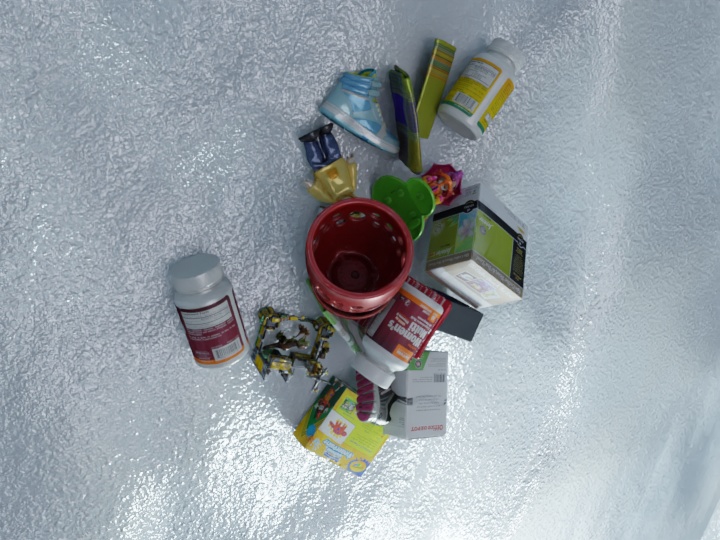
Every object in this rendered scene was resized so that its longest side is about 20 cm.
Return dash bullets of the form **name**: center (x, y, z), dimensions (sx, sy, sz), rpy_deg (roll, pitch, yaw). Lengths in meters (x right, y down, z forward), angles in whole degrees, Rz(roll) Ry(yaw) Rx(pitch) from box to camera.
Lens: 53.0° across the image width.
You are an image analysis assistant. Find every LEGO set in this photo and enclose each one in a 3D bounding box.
- **LEGO set**: center (-0.132, 0.166, 1.508), dimensions (0.199, 0.116, 0.155), rpy_deg (21, 101, -31)

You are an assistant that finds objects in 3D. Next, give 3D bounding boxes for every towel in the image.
- **towel**: center (0.091, -0.302, 1.458), dimensions (0.023, 0.144, 0.202), rpy_deg (-12, 117, -6)
- **towel**: center (0.148, -0.380, 1.518), dimensions (0.086, 0.018, 0.202), rpy_deg (-2, 112, -57)
- **towel**: center (-0.037, 0.111, 1.536), dimensions (0.031, 0.149, 0.200), rpy_deg (-36, 125, 0)
- **towel**: center (0.079, 0.080, 1.530), dimensions (0.199, 0.022, 0.145), rpy_deg (32, 95, -3)

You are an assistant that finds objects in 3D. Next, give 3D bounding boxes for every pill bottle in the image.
- **pill bottle**: center (-0.291, 0.078, 1.386), dimensions (0.113, 0.114, 0.202), rpy_deg (-24, 119, -22)
- **pill bottle**: center (0.263, -0.391, 1.545), dimensions (0.113, 0.113, 0.201), rpy_deg (35, 89, -36)
- **pill bottle**: center (0.072, 0.131, 1.461), dimensions (0.109, 0.109, 0.201), rpy_deg (33, 90, -36)

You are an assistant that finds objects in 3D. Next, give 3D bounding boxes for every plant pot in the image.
- **plant pot**: center (-0.010, -0.014, 1.379), dimensions (0.198, 0.183, 0.202), rpy_deg (2, 71, -7)

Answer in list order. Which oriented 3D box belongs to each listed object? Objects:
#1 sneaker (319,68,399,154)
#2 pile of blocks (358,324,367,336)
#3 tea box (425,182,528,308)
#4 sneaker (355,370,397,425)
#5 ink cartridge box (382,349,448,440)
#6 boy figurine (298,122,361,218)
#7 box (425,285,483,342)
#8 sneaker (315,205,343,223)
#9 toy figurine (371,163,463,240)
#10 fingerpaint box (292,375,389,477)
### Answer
- **sneaker**: center (0.027, -0.324, 1.446), dimensions (0.199, 0.079, 0.131), rpy_deg (25, 96, -37)
- **pile of blocks**: center (0.085, 0.133, 1.675), dimensions (0.199, 0.062, 0.083), rpy_deg (12, 102, -35)
- **tea box**: center (0.265, -0.050, 1.621), dimensions (0.199, 0.133, 0.198), rpy_deg (34, 54, -36)
- **sneaker**: center (0.040, 0.267, 1.644), dimensions (0.073, 0.201, 0.087), rpy_deg (-26, 131, 32)
- **ink cartridge box**: center (0.130, 0.289, 1.701), dimensions (0.145, 0.084, 0.202), rpy_deg (7, 84, -42)
- **boy figurine**: center (-0.057, -0.182, 1.429), dimensions (0.124, 0.064, 0.202), rpy_deg (-25, 100, -21)
- **box**: center (0.161, 0.084, 1.654), dimensions (0.199, 0.141, 0.079), rpy_deg (21, 98, -36)
- **sneaker**: center (-0.021, -0.051, 1.529), dimensions (0.199, 0.071, 0.113), rpy_deg (21, 93, -28)
- **toy figurine**: center (0.151, -0.175, 1.536), dimensions (0.183, 0.200, 0.151), rpy_deg (-33, 93, -32)
- **fingerpaint box**: center (-0.032, 0.367, 1.689), dimensions (0.200, 0.073, 0.167), rpy_deg (37, 87, -36)
